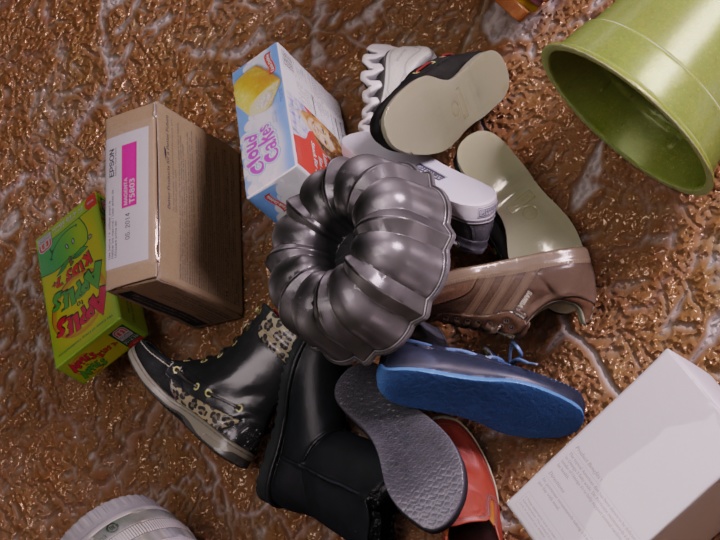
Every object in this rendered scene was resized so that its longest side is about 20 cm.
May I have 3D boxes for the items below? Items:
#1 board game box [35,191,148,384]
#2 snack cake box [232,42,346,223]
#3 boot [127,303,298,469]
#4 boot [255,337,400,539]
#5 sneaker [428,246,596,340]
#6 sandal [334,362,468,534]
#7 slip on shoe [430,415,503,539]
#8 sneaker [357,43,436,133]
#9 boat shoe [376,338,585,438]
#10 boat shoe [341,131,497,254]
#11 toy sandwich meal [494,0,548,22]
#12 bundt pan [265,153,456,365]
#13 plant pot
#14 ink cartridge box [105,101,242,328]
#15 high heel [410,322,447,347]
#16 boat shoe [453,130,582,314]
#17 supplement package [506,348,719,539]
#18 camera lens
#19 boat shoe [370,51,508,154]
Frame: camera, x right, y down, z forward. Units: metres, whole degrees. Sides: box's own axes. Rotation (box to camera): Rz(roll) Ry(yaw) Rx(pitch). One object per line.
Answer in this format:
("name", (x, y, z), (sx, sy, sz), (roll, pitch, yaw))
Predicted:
("board game box", (-0.308, 0.017, 1.766), (0.101, 0.048, 0.201), (-36, 46, 18))
("snack cake box", (-0.067, -0.127, 1.615), (0.067, 0.115, 0.201), (-31, 42, 19))
("boot", (-0.145, 0.096, 1.657), (0.203, 0.073, 0.154), (39, 92, 35))
("boot", (-0.008, 0.165, 1.540), (0.167, 0.076, 0.203), (15, 88, 37))
("sneaker", (0.121, 0.032, 1.437), (0.197, 0.070, 0.077), (-12, 87, 4))
("sandal", (0.045, 0.164, 1.457), (0.076, 0.043, 0.201), (-33, 49, 1))
("slip on shoe", (0.099, 0.229, 1.451), (0.073, 0.061, 0.202), (-11, 69, -6))
("sneaker", (0.040, -0.144, 1.617), (0.080, 0.075, 0.203), (-3, 74, 22))
("boat shoe", (0.116, 0.097, 1.450), (0.069, 0.198, 0.085), (-80, 11, -50))
("boat shoe", (0.053, -0.076, 1.523), (0.199, 0.071, 0.069), (30, 128, 36))
("toy sandwich meal", (0.105, -0.334, 1.561), (0.205, 0.204, 0.071), (50, 115, 33))
("bundt pan", (-0.012, -0.020, 1.431), (0.200, 0.075, 0.204), (-22, 56, 36))
("plant pot", (0.300, -0.206, 1.420), (0.199, 0.200, 0.190), (37, 82, 34))
("ink cartridge box", (-0.200, -0.056, 1.678), (0.074, 0.164, 0.203), (-13, 68, 27))
("high heel", (0.000, 0.000, 1.548), (0.071, 0.142, 0.201), (-46, 57, 13))
("boat shoe", (0.157, -0.041, 1.518), (0.073, 0.063, 0.203), (-28, 72, -13))
("supplement package", (0.249, 0.187, 1.350), (0.200, 0.117, 0.117), (-45, 56, 13))
("camera lens", (-0.206, 0.345, 1.557), (0.200, 0.160, 0.161), (42, 98, 34))
("boat shoe", (0.070, -0.163, 1.535), (0.063, 0.201, 0.075), (-2, 113, 39))
